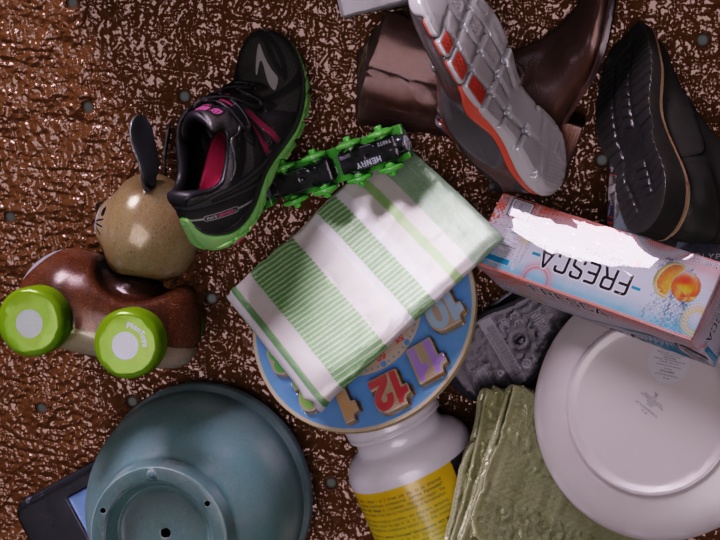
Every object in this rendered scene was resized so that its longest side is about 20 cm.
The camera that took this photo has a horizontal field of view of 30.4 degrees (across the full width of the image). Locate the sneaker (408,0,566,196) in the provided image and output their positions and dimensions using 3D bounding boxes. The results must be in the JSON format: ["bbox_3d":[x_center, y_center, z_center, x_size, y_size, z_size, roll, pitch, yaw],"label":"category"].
[{"bbox_3d":[0.079,-0.131,1.016,0.081,0.077,0.201,-9,124,43],"label":"sneaker"}]

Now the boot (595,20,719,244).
[{"bbox_3d":[0.263,-0.092,1.034,0.137,0.202,0.078,15,144,-20],"label":"boot"}]

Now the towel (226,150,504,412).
[{"bbox_3d":[0.000,0.000,1.075,0.200,0.023,0.153,-43,52,0],"label":"towel"}]

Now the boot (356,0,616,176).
[{"bbox_3d":[0.097,-0.185,1.069,0.198,0.064,0.189,18,106,8],"label":"boot"}]

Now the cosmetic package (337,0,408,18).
[{"bbox_3d":[0.074,-0.260,1.031,0.197,0.107,0.091,-10,101,8],"label":"cosmetic package"}]

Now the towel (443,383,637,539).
[{"bbox_3d":[0.167,0.190,1.102,0.198,0.036,0.150,24,76,-19],"label":"towel"}]

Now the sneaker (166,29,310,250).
[{"bbox_3d":[-0.098,-0.116,1.060,0.076,0.084,0.202,-1,59,30],"label":"sneaker"}]

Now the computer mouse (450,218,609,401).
[{"bbox_3d":[0.176,0.061,1.122,0.199,0.046,0.141,-37,97,7],"label":"computer mouse"}]

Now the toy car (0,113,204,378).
[{"bbox_3d":[-0.195,-0.028,1.098,0.156,0.164,0.203,12,94,5],"label":"toy car"}]

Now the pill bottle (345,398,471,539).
[{"bbox_3d":[0.058,0.197,1.129,0.111,0.113,0.202,-22,99,12],"label":"pill bottle"}]

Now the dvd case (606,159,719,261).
[{"bbox_3d":[0.269,0.007,1.081,0.144,0.022,0.203,2,96,-6],"label":"dvd case"}]

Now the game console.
[{"bbox_3d":[-0.197,0.250,1.219,0.198,0.031,0.178,-28,97,12],"label":"game console"}]

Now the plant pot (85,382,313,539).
[{"bbox_3d":[-0.150,0.207,1.125,0.197,0.134,0.203,1,96,10],"label":"plant pot"}]

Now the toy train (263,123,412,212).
[{"bbox_3d":[-0.045,-0.078,1.100,0.198,0.056,0.042,-17,99,21],"label":"toy train"}]

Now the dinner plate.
[{"bbox_3d":[0.226,0.107,1.028,0.198,0.024,0.203,-4,80,25],"label":"dinner plate"}]

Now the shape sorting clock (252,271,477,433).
[{"bbox_3d":[0.000,0.035,1.094,0.197,0.039,0.203,-6,71,18],"label":"shape sorting clock"}]

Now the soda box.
[{"bbox_3d":[0.187,0.005,1.021,0.199,0.068,0.064,22,82,36],"label":"soda box"}]
